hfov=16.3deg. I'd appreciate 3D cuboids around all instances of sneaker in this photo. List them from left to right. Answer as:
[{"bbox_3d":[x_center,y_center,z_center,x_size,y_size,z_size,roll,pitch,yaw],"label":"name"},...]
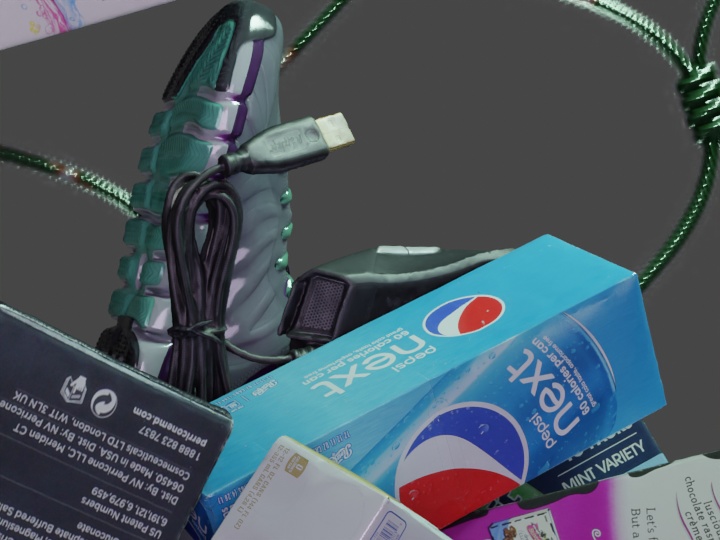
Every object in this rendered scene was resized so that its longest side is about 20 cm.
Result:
[{"bbox_3d":[-0.052,-0.009,1.053,0.087,0.074,0.201,16,92,-23],"label":"sneaker"}]

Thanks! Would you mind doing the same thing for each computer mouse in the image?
[{"bbox_3d":[0.000,0.000,1.028,0.199,0.046,0.141,-12,108,-27],"label":"computer mouse"}]

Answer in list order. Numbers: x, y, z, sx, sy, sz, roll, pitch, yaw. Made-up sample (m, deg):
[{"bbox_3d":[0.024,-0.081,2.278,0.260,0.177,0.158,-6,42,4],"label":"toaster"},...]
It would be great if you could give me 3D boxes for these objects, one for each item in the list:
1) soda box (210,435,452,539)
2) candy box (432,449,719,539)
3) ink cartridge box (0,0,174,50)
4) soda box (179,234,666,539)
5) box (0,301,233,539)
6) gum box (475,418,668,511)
[{"bbox_3d":[-0.046,0.163,0.892,0.064,0.068,0.200,40,81,-41],"label":"soda box"},{"bbox_3d":[0.131,0.147,0.979,0.199,0.061,0.137,-14,68,1],"label":"candy box"},{"bbox_3d":[-0.132,-0.158,1.030,0.199,0.068,0.116,-17,106,-5],"label":"ink cartridge box"},{"bbox_3d":[0.018,0.060,0.987,0.200,0.068,0.064,-27,116,-21],"label":"soda box"},{"bbox_3d":[-0.179,0.101,0.950,0.117,0.196,0.201,29,84,-36],"label":"box"},{"bbox_3d":[0.087,0.179,1.029,0.170,0.045,0.200,-29,72,-5],"label":"gum box"}]
